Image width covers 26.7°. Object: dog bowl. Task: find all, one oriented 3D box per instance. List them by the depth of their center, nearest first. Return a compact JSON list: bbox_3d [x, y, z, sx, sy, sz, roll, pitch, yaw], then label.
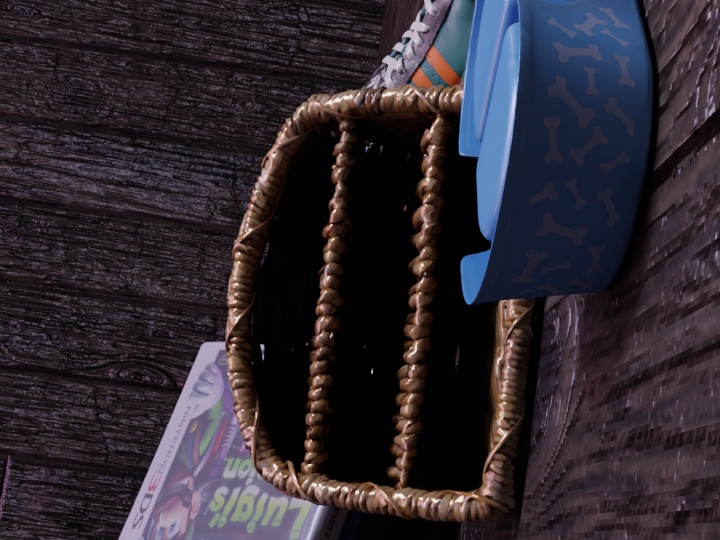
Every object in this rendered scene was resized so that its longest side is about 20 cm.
[{"bbox_3d":[0.071,-0.067,0.574,0.200,0.049,0.112,-87,5,-54],"label":"dog bowl"}]

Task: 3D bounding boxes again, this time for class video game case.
[{"bbox_3d":[-0.071,0.127,0.914,0.200,0.023,0.182,-4,59,52],"label":"video game case"}]

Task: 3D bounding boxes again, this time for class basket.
[{"bbox_3d":[0.006,0.014,0.735,0.149,0.142,0.201,116,161,-85],"label":"basket"}]

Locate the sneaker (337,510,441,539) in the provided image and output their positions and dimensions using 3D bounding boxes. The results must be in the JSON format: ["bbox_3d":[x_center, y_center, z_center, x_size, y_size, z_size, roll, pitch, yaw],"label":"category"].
[{"bbox_3d":[0.025,0.113,0.896,0.089,0.079,0.200,-5,57,45],"label":"sneaker"}]

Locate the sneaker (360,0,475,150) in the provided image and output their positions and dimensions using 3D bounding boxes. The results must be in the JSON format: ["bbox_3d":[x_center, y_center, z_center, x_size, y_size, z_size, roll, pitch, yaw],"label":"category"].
[{"bbox_3d":[0.042,-0.130,1.036,0.071,0.080,0.201,-89,10,-64],"label":"sneaker"}]
